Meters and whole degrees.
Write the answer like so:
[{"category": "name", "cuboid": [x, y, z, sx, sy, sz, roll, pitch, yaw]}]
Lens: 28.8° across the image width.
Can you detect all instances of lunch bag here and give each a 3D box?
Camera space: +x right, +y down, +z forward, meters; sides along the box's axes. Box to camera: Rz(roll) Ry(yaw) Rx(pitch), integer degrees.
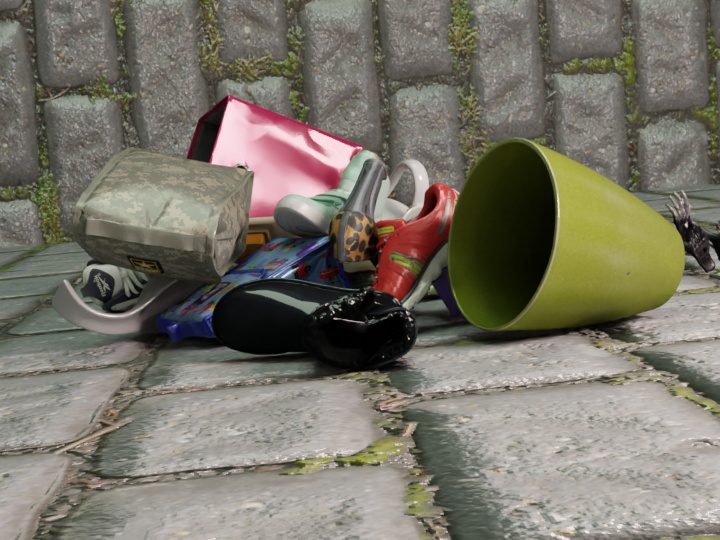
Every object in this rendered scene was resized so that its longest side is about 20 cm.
[{"category": "lunch bag", "cuboid": [-0.127, 0.038, 1.565, 0.199, 0.095, 0.150, -24, 12, -28]}, {"category": "lunch bag", "cuboid": [-0.219, -0.055, 1.565, 0.162, 0.119, 0.200, 11, 18, 6]}]

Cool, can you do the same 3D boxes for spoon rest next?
[{"category": "spoon rest", "cuboid": [-0.249, 0.038, 1.592, 0.199, 0.100, 0.061, -5, 49, -43]}]

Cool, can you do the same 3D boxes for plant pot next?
[{"category": "plant pot", "cuboid": [0.220, -0.022, 1.400, 0.198, 0.189, 0.187, 9, -2, -28]}]

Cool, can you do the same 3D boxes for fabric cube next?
[{"category": "fabric cube", "cuboid": [-0.138, -0.100, 1.918, 0.198, 0.198, 0.200, 19, -10, -16]}]

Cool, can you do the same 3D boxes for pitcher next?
[{"category": "pitcher", "cuboid": [0.039, -0.063, 1.897, 0.120, 0.174, 0.200, -2, 4, -27]}]

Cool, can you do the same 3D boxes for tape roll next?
[{"category": "tape roll", "cuboid": [0.167, -0.032, 1.568, 0.199, 0.066, 0.200, -33, 6, 4]}]

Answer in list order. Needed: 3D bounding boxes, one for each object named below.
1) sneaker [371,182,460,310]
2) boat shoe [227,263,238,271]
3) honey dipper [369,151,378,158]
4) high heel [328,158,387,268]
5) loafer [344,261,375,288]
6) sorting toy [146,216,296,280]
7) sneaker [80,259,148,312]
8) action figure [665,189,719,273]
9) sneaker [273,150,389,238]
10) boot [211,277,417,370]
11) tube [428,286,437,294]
[{"category": "sneaker", "cuboid": [0.038, -0.012, 1.479, 0.200, 0.085, 0.077, -48, 13, -18]}, {"category": "boat shoe", "cuboid": [-0.132, 0.030, 1.728, 0.198, 0.073, 0.062, 3, -12, 11]}, {"category": "honey dipper", "cuboid": [-0.008, -0.062, 1.829, 0.038, 0.202, 0.038, 10, 29, -6]}, {"category": "high heel", "cuboid": [0.016, -0.005, 1.560, 0.071, 0.201, 0.143, 0, 44, 24]}, {"category": "loafer", "cuboid": [0.000, 0.000, 1.744, 0.074, 0.070, 0.200, 10, 1, -15]}, {"category": "sorting toy", "cuboid": [-0.172, -0.003, 1.771, 0.198, 0.037, 0.186, -7, -34, 3]}, {"category": "sneaker", "cuboid": [-0.305, 0.006, 1.858, 0.129, 0.080, 0.199, -17, -6, -22]}, {"category": "action figure", "cuboid": [0.393, -0.050, 1.826, 0.118, 0.103, 0.199, -21, 15, -29]}, {"category": "sneaker", "cuboid": [-0.031, -0.091, 1.622, 0.073, 0.119, 0.200, 12, -5, 28]}, {"category": "boot", "cuboid": [-0.048, 0.048, 1.319, 0.198, 0.077, 0.168, 1, 2, 0]}, {"category": "tube", "cuboid": [0.154, 0.003, 1.785, 0.198, 0.052, 0.058, -11, -27, -17]}]
